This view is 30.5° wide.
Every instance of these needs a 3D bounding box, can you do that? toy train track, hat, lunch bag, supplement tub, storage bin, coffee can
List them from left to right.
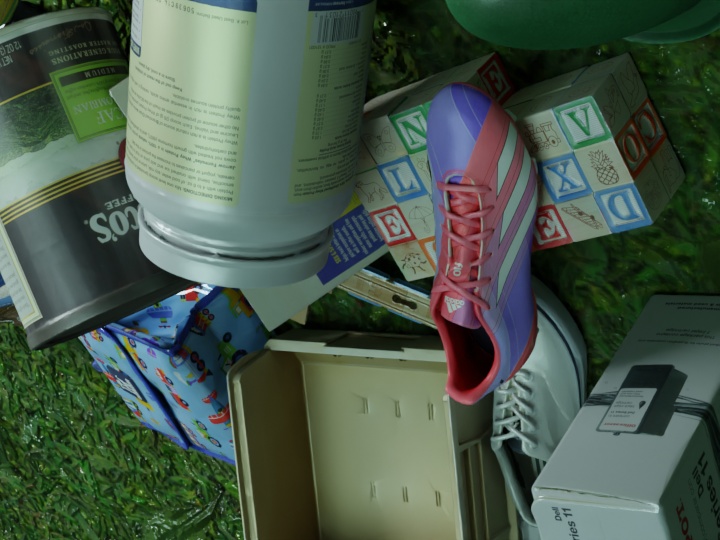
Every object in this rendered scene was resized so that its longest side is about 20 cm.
[{"bbox_3d":[-0.205,-0.063,0.938,0.146,0.146,0.201,-25,89,46],"label":"coffee can"},{"bbox_3d":[-0.161,0.078,1.116,0.199,0.094,0.151,3,137,43],"label":"lunch bag"},{"bbox_3d":[-0.069,-0.106,0.799,0.144,0.145,0.202,19,117,24],"label":"supplement tub"},{"bbox_3d":[0.000,0.000,0.984,0.199,0.033,0.115,23,127,14],"label":"toy train track"},{"bbox_3d":[0.011,0.154,1.007,0.198,0.093,0.201,1,103,34],"label":"storage bin"},{"bbox_3d":[0.073,-0.125,0.673,0.199,0.177,0.166,34,160,-3],"label":"hat"}]

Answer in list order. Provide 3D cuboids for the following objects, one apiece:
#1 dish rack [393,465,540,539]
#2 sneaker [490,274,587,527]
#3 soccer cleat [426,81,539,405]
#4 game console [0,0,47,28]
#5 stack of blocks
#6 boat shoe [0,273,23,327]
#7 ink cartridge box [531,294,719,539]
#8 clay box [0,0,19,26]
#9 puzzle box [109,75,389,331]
[{"bbox_3d":[0.092,0.231,1.087,0.170,0.044,0.201,16,130,29],"label":"dish rack"},{"bbox_3d":[0.122,0.095,0.931,0.073,0.071,0.201,1,123,37],"label":"sneaker"},{"bbox_3d":[0.069,-0.013,0.792,0.066,0.076,0.201,12,129,31],"label":"soccer cleat"},{"bbox_3d":[-0.213,-0.098,1.077,0.199,0.116,0.177,31,107,13],"label":"game console"},{"bbox_3d":[0.088,-0.072,0.832,0.199,0.059,0.116,-13,114,43],"label":"stack of blocks"},{"bbox_3d":[-0.292,0.025,1.198,0.072,0.072,0.199,48,143,-18],"label":"boat shoe"},{"bbox_3d":[0.194,0.129,0.806,0.082,0.200,0.148,1,124,37],"label":"ink cartridge box"},{"bbox_3d":[-0.270,-0.244,0.887,0.115,0.048,0.200,45,139,0],"label":"clay box"},{"bbox_3d":[-0.063,-0.075,0.905,0.201,0.132,0.025,58,177,-15],"label":"puzzle box"}]
